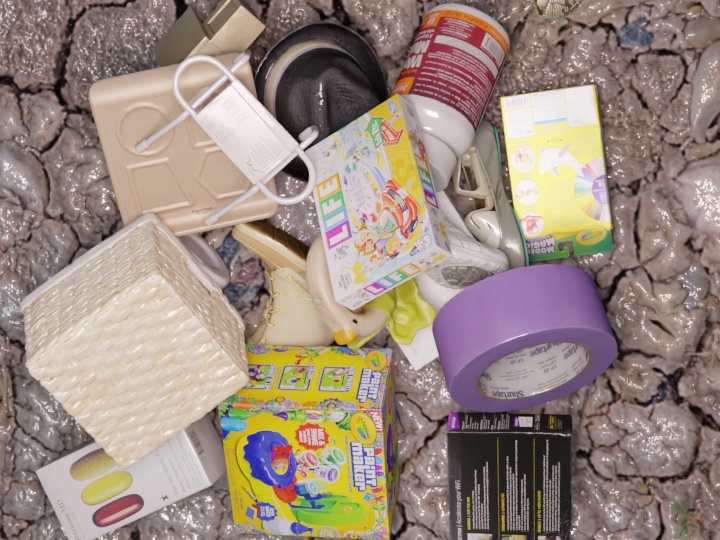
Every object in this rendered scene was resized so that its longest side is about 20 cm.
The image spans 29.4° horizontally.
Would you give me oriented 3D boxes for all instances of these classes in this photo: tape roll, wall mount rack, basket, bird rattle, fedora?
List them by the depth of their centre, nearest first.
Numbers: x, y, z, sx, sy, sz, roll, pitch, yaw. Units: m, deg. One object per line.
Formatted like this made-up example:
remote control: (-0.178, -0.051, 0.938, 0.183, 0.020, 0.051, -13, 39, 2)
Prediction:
wall mount rack: (-0.149, -0.141, 1.526, 0.174, 0.075, 0.200, -41, 104, 8)
basket: (-0.253, 0.081, 1.568, 0.200, 0.161, 0.198, -35, 118, 4)
bird rattle: (0.000, 0.000, 1.574, 0.112, 0.163, 0.201, -9, 104, 35)
tape roll: (0.188, 0.081, 1.583, 0.199, 0.200, 0.085, -21, 60, 10)
fedora: (-0.030, -0.186, 1.602, 0.200, 0.092, 0.201, -14, 119, -27)

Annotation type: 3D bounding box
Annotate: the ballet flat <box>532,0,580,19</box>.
ballet flat: (0.193, -0.387, 1.603, 0.075, 0.068, 0.201, -25, 94, -27)

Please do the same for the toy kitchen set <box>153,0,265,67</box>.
toy kitchen set: (-0.163, -0.214, 1.674, 0.180, 0.163, 0.200, 39, 99, -26)

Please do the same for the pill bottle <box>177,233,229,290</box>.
pill bottle: (-0.267, 0.040, 1.698, 0.200, 0.111, 0.111, -44, 88, 10)

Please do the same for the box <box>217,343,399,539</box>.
box: (-0.056, 0.204, 1.641, 0.192, 0.122, 0.201, 1, 122, 8)

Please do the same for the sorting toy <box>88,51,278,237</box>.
sorting toy: (-0.201, -0.141, 1.584, 0.185, 0.036, 0.201, -12, 116, -3)

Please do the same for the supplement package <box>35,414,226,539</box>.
supplement package: (-0.282, 0.248, 1.721, 0.200, 0.110, 0.114, -26, 91, 10)

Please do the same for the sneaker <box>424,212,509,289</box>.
sneaker: (0.086, -0.042, 1.566, 0.200, 0.078, 0.100, 15, 59, -29)

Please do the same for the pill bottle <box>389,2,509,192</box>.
pill bottle: (0.092, -0.198, 1.585, 0.109, 0.110, 0.200, 21, 70, 6)

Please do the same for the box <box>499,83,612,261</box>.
box: (0.236, -0.115, 1.641, 0.117, 0.048, 0.201, -6, 92, 9)

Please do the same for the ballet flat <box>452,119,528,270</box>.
ballet flat: (0.145, -0.081, 1.633, 0.064, 0.067, 0.201, -8, 80, -22)

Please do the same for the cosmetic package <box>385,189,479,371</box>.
cosmetic package: (0.077, -0.002, 1.673, 0.151, 0.052, 0.200, -33, 90, 9)

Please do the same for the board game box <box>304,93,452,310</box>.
board game box: (0.016, -0.075, 1.485, 0.134, 0.034, 0.200, -30, 55, 26)

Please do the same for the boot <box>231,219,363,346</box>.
boot: (-0.106, 0.039, 1.677, 0.200, 0.073, 0.156, 34, 103, -22)

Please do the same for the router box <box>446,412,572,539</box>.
router box: (0.181, 0.270, 1.656, 0.149, 0.051, 0.201, 1, 113, 8)
